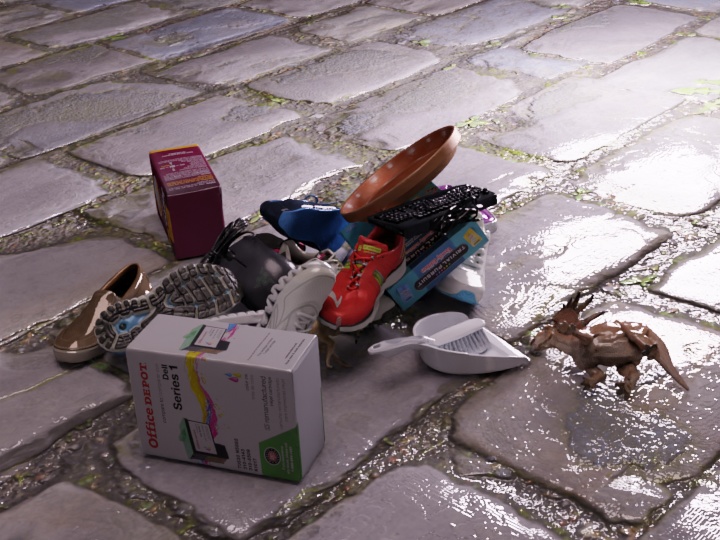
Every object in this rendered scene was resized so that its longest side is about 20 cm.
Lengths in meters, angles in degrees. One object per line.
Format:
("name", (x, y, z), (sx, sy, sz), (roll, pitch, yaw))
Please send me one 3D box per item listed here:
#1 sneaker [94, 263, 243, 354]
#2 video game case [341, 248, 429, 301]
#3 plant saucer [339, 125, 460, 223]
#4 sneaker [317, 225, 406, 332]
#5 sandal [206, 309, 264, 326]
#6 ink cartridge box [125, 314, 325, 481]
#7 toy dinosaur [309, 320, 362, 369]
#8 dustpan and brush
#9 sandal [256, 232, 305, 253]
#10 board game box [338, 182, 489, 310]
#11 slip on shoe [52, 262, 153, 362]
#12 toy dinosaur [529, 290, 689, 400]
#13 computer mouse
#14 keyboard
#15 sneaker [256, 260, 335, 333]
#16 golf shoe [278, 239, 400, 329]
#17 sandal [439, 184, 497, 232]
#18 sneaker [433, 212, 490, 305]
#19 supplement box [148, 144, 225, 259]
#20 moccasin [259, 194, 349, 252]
("sneaker", (-0.249, 0.054, 1.526), (0.199, 0.090, 0.079), (-21, 74, -12))
("video game case", (0.049, -0.013, 1.716), (0.142, 0.019, 0.200), (5, 27, 15))
("plant saucer", (0.059, -0.130, 1.627), (0.200, 0.032, 0.200), (-36, 14, 10))
("sneaker", (0.000, 0.000, 1.474), (0.077, 0.085, 0.200), (17, 40, 16))
("sandal", (-0.177, 0.091, 1.492), (0.202, 0.082, 0.050), (-13, 71, -16))
("ink cartridge box", (-0.148, 0.139, 1.292), (0.199, 0.145, 0.084), (6, 28, 18))
("toy dinosaur", (-0.046, 0.064, 1.484), (0.101, 0.058, 0.200), (18, 48, -3))
("dustpan and brush", (0.097, 0.092, 1.454), (0.199, 0.057, 0.140), (-17, 30, -26))
("sandal", (-0.118, -0.028, 1.730), (0.075, 0.045, 0.200), (-18, 30, -31))
("board game box", (0.071, -0.048, 1.634), (0.151, 0.047, 0.200), (-40, 33, 1))
("slip on shoe", (-0.346, 0.055, 1.571), (0.076, 0.061, 0.200), (9, 29, 26))
("toy dinosaur", (0.306, 0.086, 1.426), (0.199, 0.086, 0.136), (10, 22, 13))
("computer mouse", (-0.160, 0.001, 1.593), (0.200, 0.053, 0.139), (26, 79, 44))
("keyboard", (0.108, -0.090, 1.531), (0.104, 0.040, 0.200), (23, 32, 37))
("sneaker", (-0.089, 0.078, 1.401), (0.075, 0.200, 0.081), (26, 16, -46))
("golf shoe", (-0.038, 0.022, 1.579), (0.199, 0.088, 0.077), (16, 31, 30))
("sandal", (0.160, -0.109, 1.837), (0.082, 0.050, 0.203), (-11, 25, -21))
("sneaker", (0.143, -0.021, 1.632), (0.076, 0.081, 0.200), (19, 26, -10))
("supplement box", (-0.273, -0.112, 1.842), (0.085, 0.111, 0.200), (-11, 28, -14))
("moccasin", (-0.076, -0.077, 1.678), (0.068, 0.081, 0.200), (27, 0, 24))
